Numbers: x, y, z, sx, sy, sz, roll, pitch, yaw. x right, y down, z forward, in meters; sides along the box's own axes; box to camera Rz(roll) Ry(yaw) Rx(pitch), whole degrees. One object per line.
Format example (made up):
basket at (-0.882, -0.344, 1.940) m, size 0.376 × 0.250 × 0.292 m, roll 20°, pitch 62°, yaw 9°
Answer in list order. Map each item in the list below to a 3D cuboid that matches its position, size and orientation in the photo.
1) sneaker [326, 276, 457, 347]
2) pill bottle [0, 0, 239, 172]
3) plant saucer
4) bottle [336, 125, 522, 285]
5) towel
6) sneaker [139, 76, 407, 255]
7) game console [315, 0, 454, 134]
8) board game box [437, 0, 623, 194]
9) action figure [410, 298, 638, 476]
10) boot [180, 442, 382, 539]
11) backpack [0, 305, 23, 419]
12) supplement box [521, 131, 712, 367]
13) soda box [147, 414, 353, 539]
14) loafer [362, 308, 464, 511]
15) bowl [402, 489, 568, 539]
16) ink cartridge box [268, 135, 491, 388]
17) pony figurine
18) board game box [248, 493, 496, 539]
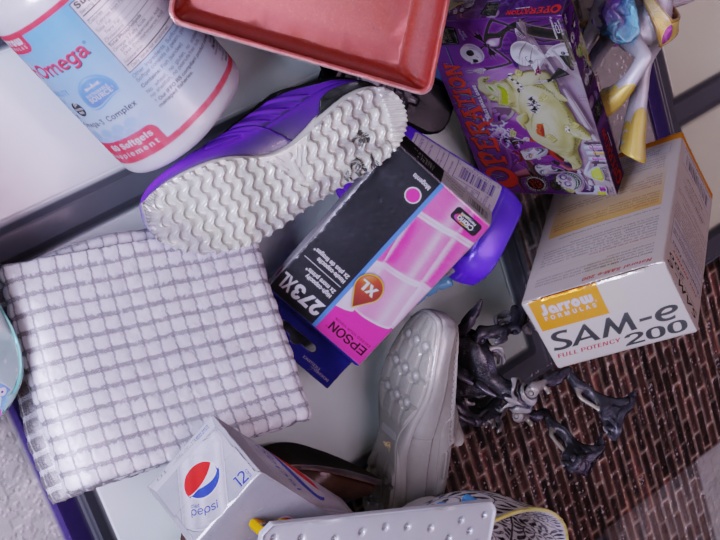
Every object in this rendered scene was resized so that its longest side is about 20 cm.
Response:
sneaker at (0.039, -0.021, 1.103) m, size 0.199 × 0.075 × 0.087 m, roll -32°, pitch 107°, yaw -26°
pill bottle at (-0.181, -0.171, 0.911) m, size 0.109 × 0.108 × 0.200 m, roll -51°, pitch 120°, yaw -17°
plant saucer at (-0.025, -0.241, 0.929) m, size 0.198 × 0.037 × 0.202 m, roll 12°, pitch 88°, yaw -25°
bottle at (0.026, -0.070, 1.051) m, size 0.199 × 0.065 × 0.084 m, roll 31°, pitch 68°, yaw -6°
towel at (-0.151, 0.058, 0.956) m, size 0.198 × 0.085 × 0.167 m, roll -14°, pitch 80°, yaw -36°
sneaker at (-0.069, -0.082, 0.971) m, size 0.198 × 0.100 × 0.070 m, roll -26°, pitch 121°, yaw -11°
game console at (0.045, -0.228, 1.046) m, size 0.174 × 0.116 × 0.202 m, roll 22°, pitch 85°, yaw -25°
board game box at (0.132, -0.136, 1.083) m, size 0.033 × 0.119 × 0.201 m, roll -64°, pitch 144°, yaw -29°
action figure at (0.129, 0.092, 1.159) m, size 0.199 × 0.102 × 0.120 m, roll 31°, pitch 111°, yaw 5°
boot at (-0.081, 0.239, 1.066) m, size 0.185 × 0.064 × 0.203 m, roll 12°, pitch 93°, yaw -35°
backpack at (-0.306, 0.028, 0.846) m, size 0.166 × 0.126 × 0.202 m, roll -39°, pitch 119°, yaw -27°
supplement box at (0.220, -0.019, 1.136) m, size 0.074 × 0.125 × 0.201 m, roll 57°, pitch 33°, yaw -24°
soda box at (-0.060, 0.176, 0.949) m, size 0.068 × 0.063 × 0.200 m, roll -47°, pitch 143°, yaw -1°
loafer at (0.052, 0.124, 1.117) m, size 0.069 × 0.070 × 0.202 m, roll -3°, pitch 117°, yaw -32°
bowl at (0.065, 0.246, 1.090) m, size 0.199 × 0.094 × 0.203 m, roll -26°, pitch 135°, yaw -28°
ink cartridge box at (0.000, 0.000, 1.021) m, size 0.094 × 0.037 × 0.200 m, roll 39°, pitch 113°, yaw -8°
pony figurine at (0.222, -0.218, 1.145) m, size 0.165 × 0.193 × 0.202 m, roll 15°, pitch 107°, yaw -31°
board game box at (-0.004, 0.257, 0.937) m, size 0.198 × 0.026 × 0.203 m, roll 1°, pitch 105°, yaw -37°
